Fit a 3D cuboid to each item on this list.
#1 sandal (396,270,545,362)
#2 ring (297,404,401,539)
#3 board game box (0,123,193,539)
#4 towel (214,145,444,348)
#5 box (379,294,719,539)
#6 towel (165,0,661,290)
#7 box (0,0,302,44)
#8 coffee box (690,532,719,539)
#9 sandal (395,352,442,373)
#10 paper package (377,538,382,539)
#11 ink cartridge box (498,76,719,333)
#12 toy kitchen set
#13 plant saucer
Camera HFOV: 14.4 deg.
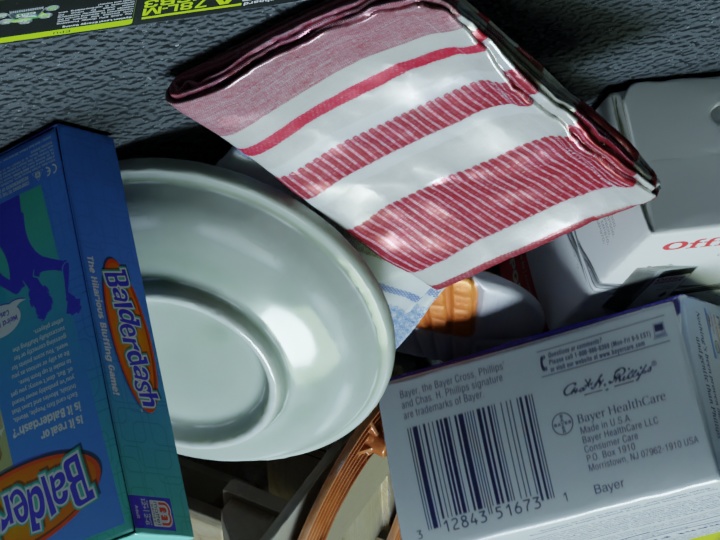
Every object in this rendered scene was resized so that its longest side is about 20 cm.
[{"bbox_3d":[0.001,-0.005,1.526,0.207,0.059,0.079,12,143,-8],"label":"sandal"},{"bbox_3d":[0.004,0.156,1.645,0.019,0.200,0.200,24,172,18],"label":"ring"},{"bbox_3d":[-0.165,0.052,1.337,0.152,0.200,0.045,-23,159,31],"label":"board game box"},{"bbox_3d":[-0.025,-0.009,1.420,0.147,0.024,0.200,18,137,-22],"label":"towel"},{"bbox_3d":[0.136,0.095,1.560,0.184,0.105,0.200,-17,165,23],"label":"box"},{"bbox_3d":[0.028,-0.059,1.312,0.144,0.023,0.200,-23,139,31],"label":"towel"},{"bbox_3d":[-0.101,-0.143,1.040,0.200,0.048,0.193,-10,164,-11],"label":"box"},{"bbox_3d":[0.301,0.123,1.761,0.198,0.200,0.200,-40,173,-26],"label":"coffee box"},{"bbox_3d":[0.048,0.046,1.706,0.048,0.075,0.200,-42,180,-17],"label":"sandal"},{"bbox_3d":[0.009,0.205,1.926,0.191,0.200,0.103,-7,161,-13],"label":"paper package"},{"bbox_3d":[0.174,-0.027,1.519,0.147,0.083,0.200,-6,162,-18],"label":"ink cartridge box"},{"bbox_3d":[-0.091,0.111,1.647,0.180,0.163,0.200,19,137,21],"label":"toy kitchen set"},{"bbox_3d":[-0.084,0.035,1.405,0.200,0.050,0.200,9,134,10],"label":"plant saucer"}]
